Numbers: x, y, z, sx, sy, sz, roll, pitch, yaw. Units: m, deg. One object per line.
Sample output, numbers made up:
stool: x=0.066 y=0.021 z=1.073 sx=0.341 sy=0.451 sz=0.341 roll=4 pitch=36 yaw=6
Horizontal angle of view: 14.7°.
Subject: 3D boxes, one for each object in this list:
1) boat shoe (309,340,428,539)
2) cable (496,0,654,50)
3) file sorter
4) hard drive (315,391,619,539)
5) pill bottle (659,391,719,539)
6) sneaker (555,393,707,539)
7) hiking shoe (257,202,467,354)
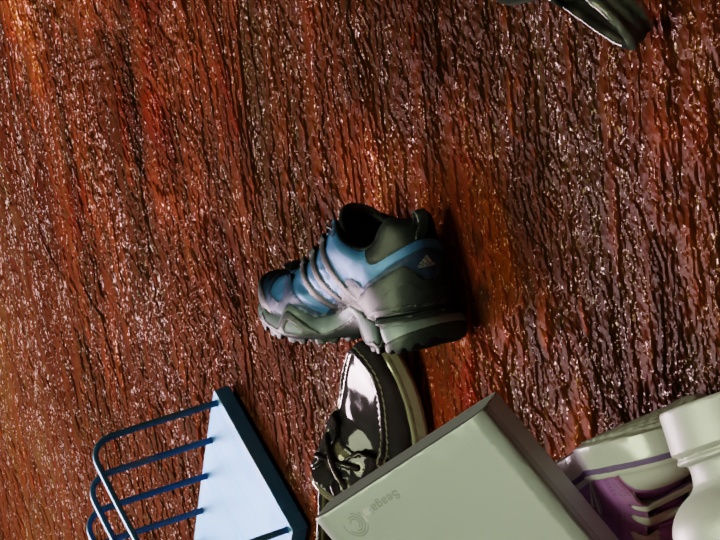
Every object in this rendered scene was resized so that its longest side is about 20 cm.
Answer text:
boat shoe: x=0.000 y=0.130 z=1.792 sx=0.072 sy=0.065 sz=0.200 roll=51 pitch=150 yaw=42
cable: x=0.108 y=-0.154 z=1.396 sx=0.097 sy=0.050 sz=0.200 roll=57 pitch=171 yaw=-5
file sorter: x=-0.132 y=0.214 z=2.096 sx=0.139 sy=0.123 sz=0.200 roll=58 pitch=153 yaw=33
hard drive: x=0.085 y=0.171 z=1.427 sx=0.132 sy=0.026 sz=0.200 roll=-36 pitch=97 yaw=37
pill bottle: x=0.206 y=0.145 z=1.245 sx=0.200 sy=0.112 sz=0.112 roll=71 pitch=158 yaw=6
sneaker: x=0.155 y=0.131 z=1.428 sx=0.200 sy=0.073 sz=0.114 roll=120 pitch=127 yaw=-75
hiking shoe: x=0.000 y=0.000 z=1.711 sx=0.200 sy=0.074 sz=0.087 roll=3 pitch=101 yaw=57
